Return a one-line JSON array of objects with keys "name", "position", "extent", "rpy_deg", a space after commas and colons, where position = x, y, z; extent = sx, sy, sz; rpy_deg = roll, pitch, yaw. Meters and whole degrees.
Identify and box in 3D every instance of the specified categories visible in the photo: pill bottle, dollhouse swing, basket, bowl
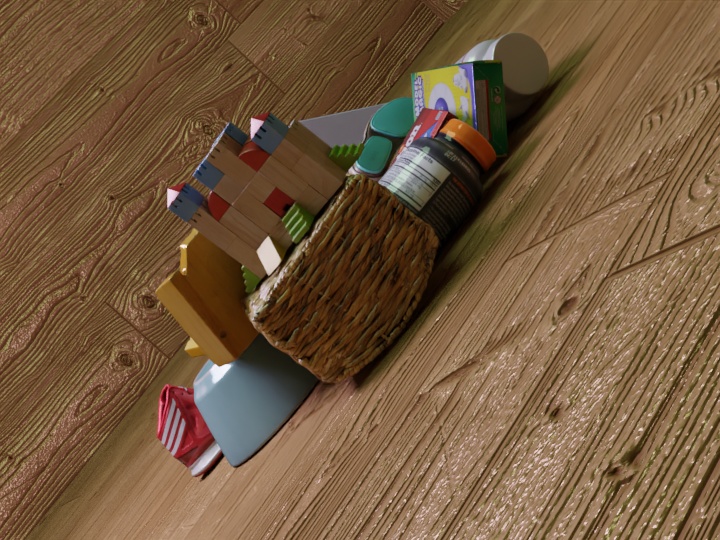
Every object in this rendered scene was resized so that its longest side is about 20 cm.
[{"name": "pill bottle", "position": [0.166, -0.238, 1.650], "extent": [0.109, 0.109, 0.200], "rpy_deg": [-52, 9, -23]}, {"name": "dollhouse swing", "position": [-0.161, -0.010, 1.467], "extent": [0.175, 0.182, 0.201], "rpy_deg": [5, 50, 50]}, {"name": "basket", "position": [-0.016, 0.010, 1.329], "extent": [0.201, 0.142, 0.149], "rpy_deg": [-54, 11, -3]}, {"name": "pill bottle", "position": [0.069, -0.078, 1.429], "extent": [0.200, 0.106, 0.106], "rpy_deg": [-49, 8, -9]}, {"name": "bowl", "position": [-0.132, 0.131, 1.542], "extent": [0.201, 0.105, 0.201], "rpy_deg": [-47, 9, 9]}]

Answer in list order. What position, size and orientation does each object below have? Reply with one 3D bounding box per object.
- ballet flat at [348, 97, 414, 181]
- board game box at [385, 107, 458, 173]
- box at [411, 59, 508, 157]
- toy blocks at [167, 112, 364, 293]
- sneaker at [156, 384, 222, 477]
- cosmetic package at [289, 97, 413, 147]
[{"name": "ballet flat", "position": [0.028, -0.159, 1.658], "extent": [0.200, 0.067, 0.068], "rpy_deg": [-54, -16, -46]}, {"name": "board game box", "position": [0.049, -0.107, 1.532], "extent": [0.202, 0.019, 0.103], "rpy_deg": [-61, 17, 1]}, {"name": "box", "position": [0.117, -0.200, 1.579], "extent": [0.048, 0.119, 0.200], "rpy_deg": [-7, 6, -21]}, {"name": "toy blocks", "position": [-0.110, -0.092, 1.298], "extent": [0.200, 0.136, 0.100], "rpy_deg": [-47, 12, 29]}, {"name": "sneaker", "position": [-0.197, 0.167, 1.680], "extent": [0.201, 0.115, 0.078], "rpy_deg": [-53, 9, -27]}, {"name": "cosmetic package", "position": [-0.002, -0.172, 1.784], "extent": [0.197, 0.108, 0.090], "rpy_deg": [-12, -6, -11]}]
